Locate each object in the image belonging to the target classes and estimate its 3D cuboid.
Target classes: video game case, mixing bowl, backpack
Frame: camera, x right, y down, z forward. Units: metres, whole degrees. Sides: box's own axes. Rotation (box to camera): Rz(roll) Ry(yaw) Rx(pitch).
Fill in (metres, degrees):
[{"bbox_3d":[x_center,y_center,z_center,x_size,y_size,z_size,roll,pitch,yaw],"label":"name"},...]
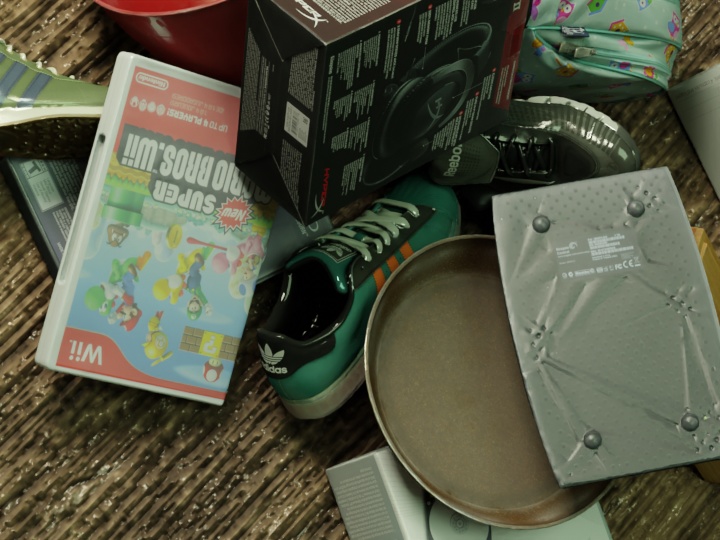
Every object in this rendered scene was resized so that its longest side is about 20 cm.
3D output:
[{"bbox_3d":[-0.122,-0.044,1.621,0.199,0.019,0.143,-26,91,-33],"label":"video game case"},{"bbox_3d":[-0.073,-0.190,1.608,0.200,0.199,0.109,-51,135,-29],"label":"mixing bowl"},{"bbox_3d":[-0.119,-0.024,1.560,0.143,0.017,0.201,15,91,-40],"label":"video game case"},{"bbox_3d":[0.133,-0.186,1.737,0.199,0.167,0.127,6,93,-32],"label":"backpack"}]

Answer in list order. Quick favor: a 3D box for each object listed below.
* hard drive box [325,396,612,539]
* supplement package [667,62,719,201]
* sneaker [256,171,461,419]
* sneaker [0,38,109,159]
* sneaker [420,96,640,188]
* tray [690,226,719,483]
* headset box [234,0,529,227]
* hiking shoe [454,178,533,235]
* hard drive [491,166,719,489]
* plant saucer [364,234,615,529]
[{"bbox_3d":[0.087,0.197,1.644,0.155,0.077,0.201,-19,87,-31],"label":"hard drive box"},{"bbox_3d":[0.368,-0.093,1.810,0.147,0.191,0.201,-27,90,-31],"label":"supplement package"},{"bbox_3d":[0.000,0.000,1.633,0.200,0.071,0.080,-57,141,-27],"label":"sneaker"},{"bbox_3d":[-0.227,-0.119,1.544,0.199,0.067,0.090,-5,70,-22],"label":"sneaker"},{"bbox_3d":[0.088,-0.084,1.661,0.199,0.067,0.090,20,33,20],"label":"sneaker"},{"bbox_3d":[0.241,0.062,1.725,0.200,0.037,0.099,53,50,-52],"label":"tray"},{"bbox_3d":[0.023,-0.139,1.552,0.200,0.149,0.077,-30,56,-32],"label":"headset box"},{"bbox_3d":[0.138,0.000,1.736,0.101,0.076,0.200,-42,92,-20],"label":"hiking shoe"},{"bbox_3d":[0.162,0.039,1.601,0.134,0.042,0.201,-10,71,-7],"label":"hard drive"},{"bbox_3d":[0.087,0.075,1.615,0.199,0.032,0.201,11,65,-24],"label":"plant saucer"}]
